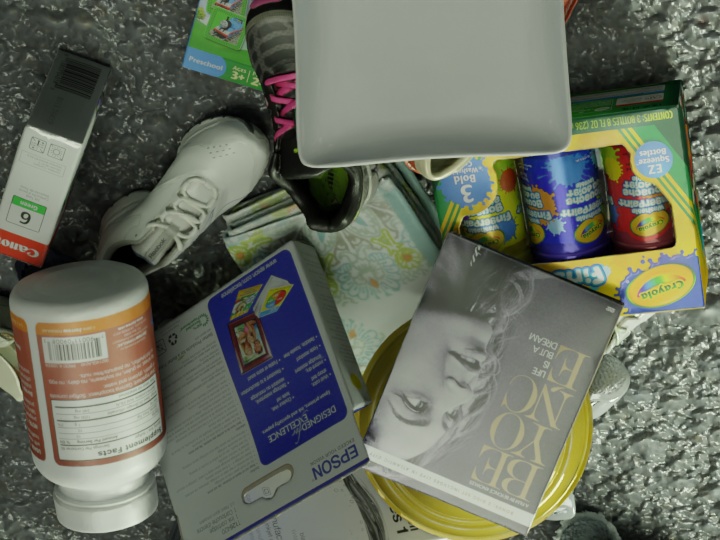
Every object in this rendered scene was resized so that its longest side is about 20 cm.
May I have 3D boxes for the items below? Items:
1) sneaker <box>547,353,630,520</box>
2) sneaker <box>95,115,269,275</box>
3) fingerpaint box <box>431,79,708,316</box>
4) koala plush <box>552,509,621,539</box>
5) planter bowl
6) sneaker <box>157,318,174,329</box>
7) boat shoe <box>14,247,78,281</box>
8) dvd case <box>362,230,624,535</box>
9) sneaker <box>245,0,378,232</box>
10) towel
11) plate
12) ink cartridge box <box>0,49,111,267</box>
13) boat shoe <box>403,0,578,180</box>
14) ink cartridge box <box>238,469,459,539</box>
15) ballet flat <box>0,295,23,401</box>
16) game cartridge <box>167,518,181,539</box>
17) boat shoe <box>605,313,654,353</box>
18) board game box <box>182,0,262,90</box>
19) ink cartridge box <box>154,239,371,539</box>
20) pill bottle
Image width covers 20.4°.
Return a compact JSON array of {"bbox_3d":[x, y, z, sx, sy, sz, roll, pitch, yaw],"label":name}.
[{"bbox_3d":[0.174,0.147,1.749,0.199,0.075,0.115,-30,119,34],"label":"sneaker"},{"bbox_3d":[-0.145,-0.047,1.634,0.074,0.087,0.200,37,123,-18],"label":"sneaker"},{"bbox_3d":[0.163,-0.048,1.567,0.199,0.073,0.168,-6,110,13],"label":"fingerpaint box"},{"bbox_3d":[0.250,0.318,1.821,0.183,0.178,0.200,-35,116,17],"label":"koala plush"},{"bbox_3d":[0.089,0.131,1.621,0.199,0.083,0.202,1,97,7],"label":"planter bowl"},{"bbox_3d":[-0.103,0.123,1.769,0.088,0.074,0.201,-11,126,19],"label":"sneaker"},{"bbox_3d":[-0.231,0.050,1.742,0.074,0.093,0.200,-18,152,16],"label":"boat shoe"},{"bbox_3d":[0.099,0.089,1.561,0.148,0.016,0.201,22,101,2],"label":"dvd case"},{"bbox_3d":[-0.039,-0.112,1.516,0.073,0.088,0.201,-9,123,17],"label":"sneaker"},{"bbox_3d":[0.000,0.000,1.676,0.170,0.048,0.200,-20,122,25],"label":"towel"},{"bbox_3d":[0.049,-0.179,1.440,0.199,0.032,0.201,-3,91,9],"label":"plate"},{"bbox_3d":[-0.259,-0.066,1.621,0.050,0.109,0.201,19,129,-7],"label":"ink cartridge box"},{"bbox_3d":[0.101,-0.152,1.484,0.071,0.063,0.200,38,95,-25],"label":"boat shoe"},{"bbox_3d":[-0.025,0.196,1.717,0.199,0.147,0.084,-10,152,-19],"label":"ink cartridge box"},{"bbox_3d":[-0.285,0.107,1.791,0.067,0.064,0.200,-25,121,25],"label":"ballet flat"},{"bbox_3d":[-0.158,0.265,1.853,0.041,0.133,0.201,19,129,-5],"label":"game cartridge"},{"bbox_3d":[0.198,0.043,1.664,0.073,0.067,0.200,35,125,-19],"label":"boat shoe"},{"bbox_3d":[-0.040,-0.220,1.513,0.150,0.037,0.201,16,128,-4],"label":"board game box"},{"bbox_3d":[-0.087,0.109,1.629,0.197,0.201,0.047,-32,157,26],"label":"ink cartridge box"},{"bbox_3d":[-0.215,0.102,1.609,0.111,0.112,0.201,-1,110,9],"label":"pill bottle"}]
